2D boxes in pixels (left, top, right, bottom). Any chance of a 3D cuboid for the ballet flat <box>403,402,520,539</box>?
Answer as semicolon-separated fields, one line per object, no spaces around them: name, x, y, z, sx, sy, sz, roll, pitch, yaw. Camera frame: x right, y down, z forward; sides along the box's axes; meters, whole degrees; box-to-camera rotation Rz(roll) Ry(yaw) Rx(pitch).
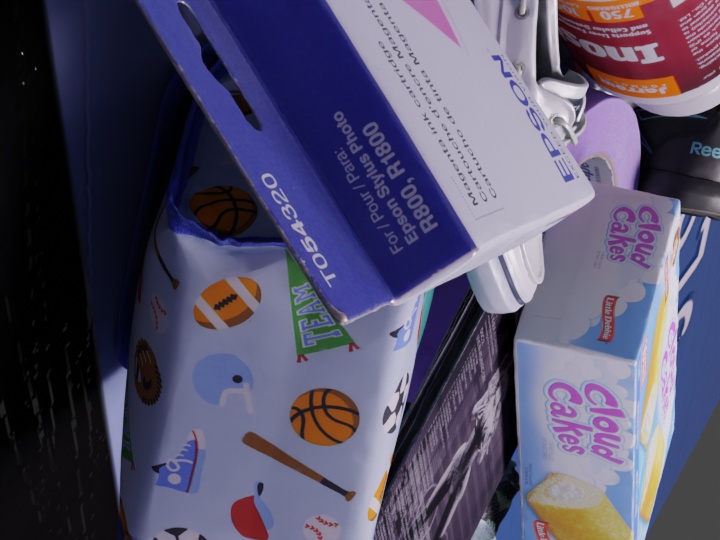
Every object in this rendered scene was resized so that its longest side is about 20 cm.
ballet flat;0.060;0.100;1.318;0.200;0.074;0.075;-114;-139;-68

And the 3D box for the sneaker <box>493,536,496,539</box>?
sneaker;0.016;0.164;1.290;0.131;0.079;0.201;-53;141;-24

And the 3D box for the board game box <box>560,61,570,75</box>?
board game box;0.118;-0.071;1.449;0.135;0.034;0.201;-41;150;-56

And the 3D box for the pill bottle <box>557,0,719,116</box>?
pill bottle;0.148;-0.155;1.137;0.114;0.112;0.200;-64;154;-8

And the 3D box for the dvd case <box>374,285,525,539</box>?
dvd case;0.042;0.100;1.112;0.201;0.016;0.149;-60;156;-31

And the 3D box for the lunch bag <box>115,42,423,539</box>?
lunch bag;-0.037;0.004;0.912;0.201;0.123;0.171;-83;-175;-58

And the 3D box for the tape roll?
tape roll;0.086;-0.010;1.232;0.200;0.065;0.201;-47;148;-41

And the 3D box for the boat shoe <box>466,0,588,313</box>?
boat shoe;0.073;-0.077;1.022;0.074;0.066;0.202;-54;137;-66

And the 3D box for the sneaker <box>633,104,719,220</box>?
sneaker;0.187;-0.080;1.352;0.200;0.075;0.080;-152;-109;-71

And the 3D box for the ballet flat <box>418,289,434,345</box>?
ballet flat;0.013;-0.009;1.052;0.201;0.071;0.073;-60;167;-63

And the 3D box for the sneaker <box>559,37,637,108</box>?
sneaker;0.114;-0.179;1.257;0.077;0.082;0.201;-35;131;-17

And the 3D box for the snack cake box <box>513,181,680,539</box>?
snack cake box;0.130;0.063;1.195;0.201;0.067;0.116;82;24;-49

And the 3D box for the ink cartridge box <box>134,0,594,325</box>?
ink cartridge box;-0.007;-0.088;0.791;0.043;0.197;0.200;-33;176;22
